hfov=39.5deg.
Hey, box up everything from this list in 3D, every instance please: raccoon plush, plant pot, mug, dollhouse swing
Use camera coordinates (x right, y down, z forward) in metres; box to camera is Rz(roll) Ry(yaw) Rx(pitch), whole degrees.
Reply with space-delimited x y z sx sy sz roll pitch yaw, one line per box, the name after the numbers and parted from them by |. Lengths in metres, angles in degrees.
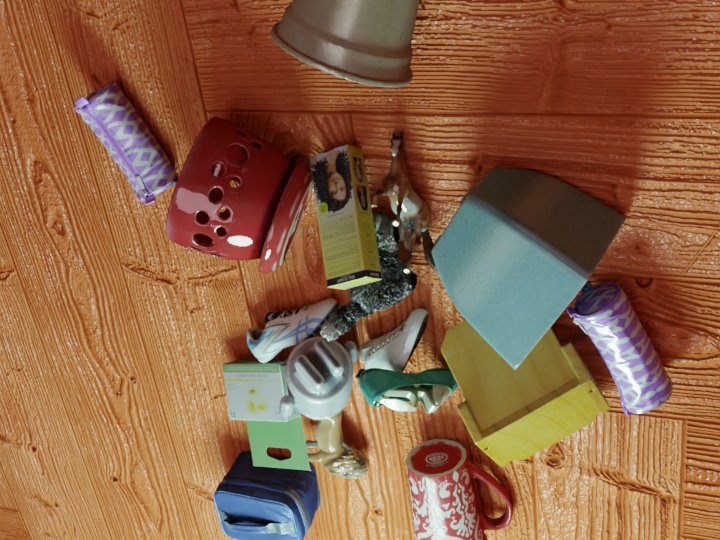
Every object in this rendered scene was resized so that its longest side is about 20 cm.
0.000 0.000 1.531 0.135 0.199 0.096 58 156 -18 | raccoon plush
0.219 -0.028 1.410 0.199 0.196 0.197 37 129 8 | plant pot
-0.176 -0.109 1.519 0.180 0.202 0.202 20 128 0 | plant pot
0.004 -0.364 1.291 0.198 0.201 0.186 24 116 7 | plant pot
0.164 0.401 1.771 0.133 0.176 0.203 26 135 54 | mug
0.249 0.166 1.573 0.198 0.177 0.182 -31 143 11 | dollhouse swing

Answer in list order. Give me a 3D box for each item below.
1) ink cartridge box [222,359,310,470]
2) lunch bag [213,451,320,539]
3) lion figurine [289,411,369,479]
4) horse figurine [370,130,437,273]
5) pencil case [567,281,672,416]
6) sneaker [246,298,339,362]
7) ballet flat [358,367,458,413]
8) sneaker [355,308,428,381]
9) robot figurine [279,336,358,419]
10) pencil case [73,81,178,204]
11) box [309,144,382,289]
-0.169 0.261 1.790 0.144 0.048 0.204 -4 95 37 | ink cartridge box
-0.188 0.445 1.924 0.197 0.133 0.138 2 122 21 | lunch bag
-0.057 0.289 1.804 0.120 0.073 0.203 -2 118 21 | lion figurine
0.069 -0.086 1.485 0.049 0.134 0.201 -12 129 25 | horse figurine
0.385 0.115 1.478 0.085 0.084 0.201 -33 106 0 | pencil case
-0.119 0.093 1.705 0.199 0.072 0.073 -30 98 32 | sneaker
0.090 0.198 1.617 0.197 0.071 0.068 3 142 -27 | ballet flat
0.044 0.130 1.654 0.084 0.073 0.202 32 126 7 | sneaker
-0.068 0.182 1.680 0.113 0.169 0.201 51 164 16 | robot figurine
-0.376 -0.202 1.611 0.083 0.086 0.201 -22 110 34 | pencil case
-0.023 -0.079 1.493 0.074 0.050 0.203 -15 79 30 | box
